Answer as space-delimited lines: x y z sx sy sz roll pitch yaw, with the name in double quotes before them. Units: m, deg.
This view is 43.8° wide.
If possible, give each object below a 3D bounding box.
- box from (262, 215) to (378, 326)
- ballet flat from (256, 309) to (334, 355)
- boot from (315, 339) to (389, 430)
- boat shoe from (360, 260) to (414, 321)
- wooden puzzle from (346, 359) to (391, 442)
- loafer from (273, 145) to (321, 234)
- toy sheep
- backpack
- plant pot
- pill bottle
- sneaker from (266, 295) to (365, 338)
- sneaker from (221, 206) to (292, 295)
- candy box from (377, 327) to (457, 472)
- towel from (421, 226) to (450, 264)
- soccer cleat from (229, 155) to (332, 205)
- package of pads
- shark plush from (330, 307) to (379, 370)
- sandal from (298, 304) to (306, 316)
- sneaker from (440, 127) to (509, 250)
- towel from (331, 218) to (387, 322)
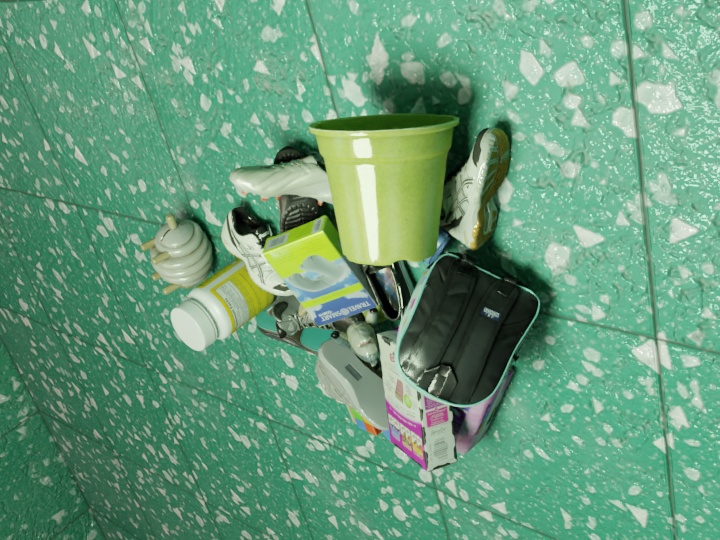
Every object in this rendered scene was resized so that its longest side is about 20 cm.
"box" -0.057 0.012 1.472 0.122 0.048 0.200 -20 125 25
"ballet flat" -0.108 0.124 1.732 0.199 0.073 0.073 16 133 24
"boot" -0.008 0.220 1.626 0.200 0.073 0.096 51 151 20
"boat shoe" 0.032 -0.012 1.445 0.068 0.057 0.201 -20 101 33
"wooden puzzle" 0.033 0.256 1.697 0.200 0.046 0.186 11 131 42
"loafer" -0.104 -0.124 1.516 0.073 0.071 0.201 -4 122 -3
"toy sheep" -0.367 -0.036 1.818 0.138 0.138 0.200 32 149 25
"backpack" 0.140 0.097 1.295 0.175 0.201 0.153 26 166 -2
"plant pot" 0.036 -0.110 1.213 0.200 0.200 0.185 11 111 42
"pill bottle" -0.260 0.060 1.724 0.114 0.200 0.115 29 139 29
"sneaker" -0.093 0.097 1.645 0.200 0.115 0.075 18 133 38
"sneaker" -0.181 -0.036 1.648 0.200 0.076 0.088 40 143 15
"candy box" 0.092 0.204 1.452 0.136 0.061 0.201 -154 53 -62
"towel" 0.045 -0.086 1.349 0.200 0.049 0.112 40 170 7
"soccer cleat" -0.105 -0.151 1.418 0.069 0.199 0.078 -106 27 -55
"package of pads" 0.168 0.202 1.484 0.120 0.076 0.200 40 143 23
"shark plush" 0.003 0.143 1.565 0.083 0.091 0.200 56 164 16
"sandal" -0.099 -0.005 1.543 0.069 0.078 0.212 17 138 -13
"sneaker" 0.145 -0.117 1.232 0.088 0.076 0.200 33 140 24
"towel" 0.000 0.000 1.539 0.200 0.023 0.144 55 144 -5
